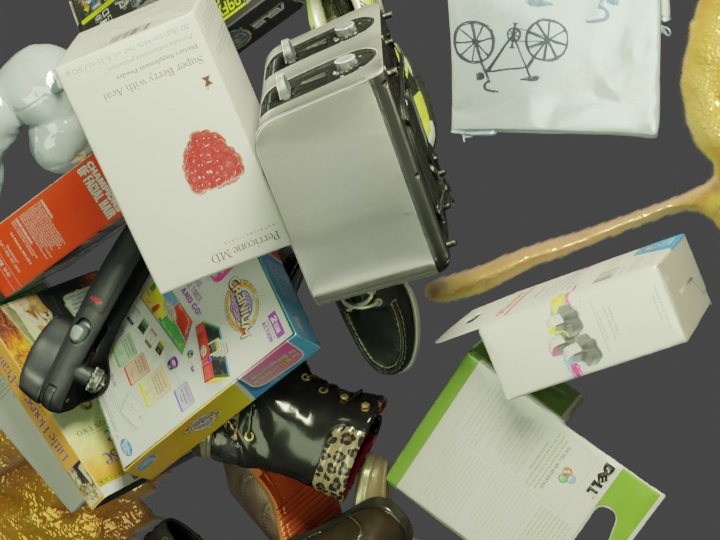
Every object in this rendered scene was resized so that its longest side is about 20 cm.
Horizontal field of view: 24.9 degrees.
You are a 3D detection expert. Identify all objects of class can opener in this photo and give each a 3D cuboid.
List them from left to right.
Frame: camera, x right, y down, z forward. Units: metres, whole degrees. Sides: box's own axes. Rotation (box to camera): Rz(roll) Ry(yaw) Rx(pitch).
[{"bbox_3d":[-0.222,0.032,1.397,0.078,0.063,0.201,30,89,7],"label":"can opener"}]

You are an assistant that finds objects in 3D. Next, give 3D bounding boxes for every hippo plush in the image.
[{"bbox_3d":[-0.324,-0.151,1.487,0.160,0.159,0.201,-21,113,-5],"label":"hippo plush"}]

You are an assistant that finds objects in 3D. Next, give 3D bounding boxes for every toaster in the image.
[{"bbox_3d":[-0.002,-0.086,1.270,0.118,0.181,0.201,-17,115,8],"label":"toaster"}]

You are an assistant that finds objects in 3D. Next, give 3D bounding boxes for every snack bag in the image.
[{"bbox_3d":[0.160,-0.204,1.322,0.187,0.021,0.202,3,104,22],"label":"snack bag"}]

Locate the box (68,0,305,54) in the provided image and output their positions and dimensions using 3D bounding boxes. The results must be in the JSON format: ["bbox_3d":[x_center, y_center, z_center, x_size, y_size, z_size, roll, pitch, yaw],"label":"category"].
[{"bbox_3d":[-0.157,-0.244,1.395,0.199,0.044,0.161,-32,67,26],"label":"box"}]

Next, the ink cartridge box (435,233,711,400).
[{"bbox_3d":[0.174,0.044,1.328,0.199,0.115,0.068,-21,95,26],"label":"ink cartridge box"}]

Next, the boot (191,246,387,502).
[{"bbox_3d":[-0.048,0.093,1.427,0.150,0.073,0.201,21,77,12],"label":"boot"}]

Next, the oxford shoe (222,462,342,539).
[{"bbox_3d":[-0.074,0.211,1.509,0.073,0.071,0.201,-17,99,51],"label":"oxford shoe"}]

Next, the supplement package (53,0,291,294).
[{"bbox_3d":[-0.141,-0.107,1.303,0.121,0.120,0.201,-21,110,7],"label":"supplement package"}]

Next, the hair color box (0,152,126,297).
[{"bbox_3d":[-0.241,-0.060,1.470,0.199,0.111,0.064,-34,91,26],"label":"hair color box"}]

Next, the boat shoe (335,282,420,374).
[{"bbox_3d":[0.000,0.000,1.416,0.073,0.060,0.201,-8,101,22],"label":"boat shoe"}]

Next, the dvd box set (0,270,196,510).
[{"bbox_3d":[-0.241,0.104,1.479,0.201,0.146,0.029,55,130,11],"label":"dvd box set"}]

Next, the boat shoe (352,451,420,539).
[{"bbox_3d":[0.030,0.259,1.470,0.064,0.072,0.202,-1,103,10],"label":"boat shoe"}]

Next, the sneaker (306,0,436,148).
[{"bbox_3d":[-0.001,-0.172,1.364,0.075,0.076,0.201,-24,96,23],"label":"sneaker"}]

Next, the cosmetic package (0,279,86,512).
[{"bbox_3d":[-0.287,0.115,1.536,0.200,0.108,0.085,47,115,3],"label":"cosmetic package"}]

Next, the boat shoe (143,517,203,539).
[{"bbox_3d":[-0.131,0.310,1.542,0.199,0.074,0.074,34,114,9],"label":"boat shoe"}]

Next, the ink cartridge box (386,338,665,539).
[{"bbox_3d":[0.145,0.173,1.395,0.199,0.076,0.148,36,113,9],"label":"ink cartridge box"}]

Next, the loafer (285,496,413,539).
[{"bbox_3d":[-0.043,0.265,1.418,0.073,0.071,0.200,48,121,2],"label":"loafer"}]

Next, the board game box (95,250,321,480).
[{"bbox_3d":[-0.144,0.061,1.404,0.200,0.040,0.154,-38,55,17],"label":"board game box"}]
